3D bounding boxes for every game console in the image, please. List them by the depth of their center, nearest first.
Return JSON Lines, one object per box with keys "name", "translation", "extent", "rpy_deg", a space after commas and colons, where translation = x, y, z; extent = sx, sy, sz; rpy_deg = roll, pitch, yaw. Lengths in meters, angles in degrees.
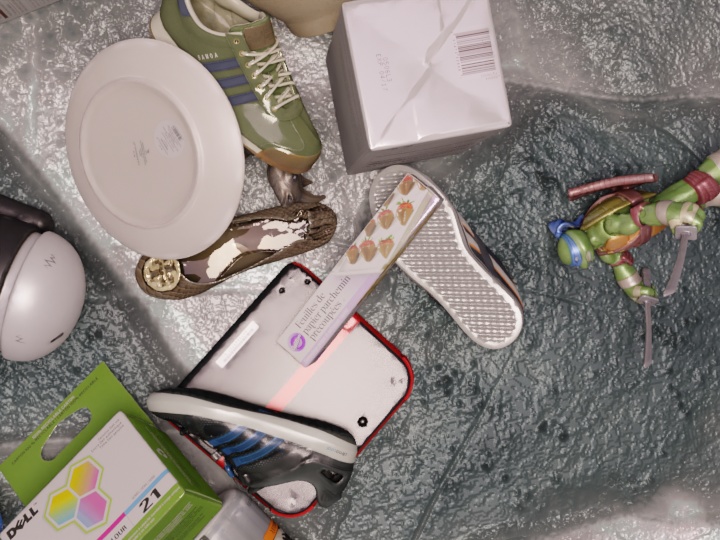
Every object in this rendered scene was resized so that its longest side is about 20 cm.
{"name": "game console", "translation": [-0.065, 0.119, 0.903], "extent": [0.177, 0.031, 0.200], "rpy_deg": [41, 85, 1]}

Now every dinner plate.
{"name": "dinner plate", "translation": [-0.192, -0.104, 0.831], "extent": [0.200, 0.024, 0.200], "rpy_deg": [8, 109, 23]}

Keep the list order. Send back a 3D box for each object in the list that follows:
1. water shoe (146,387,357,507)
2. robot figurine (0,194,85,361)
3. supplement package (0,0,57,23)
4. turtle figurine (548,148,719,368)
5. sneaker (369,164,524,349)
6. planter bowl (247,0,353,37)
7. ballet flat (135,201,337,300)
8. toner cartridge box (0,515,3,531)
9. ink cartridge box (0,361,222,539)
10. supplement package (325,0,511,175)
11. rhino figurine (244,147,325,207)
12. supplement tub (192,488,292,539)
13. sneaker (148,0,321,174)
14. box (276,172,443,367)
{"name": "water shoe", "translation": [-0.104, 0.163, 0.848], "extent": [0.200, 0.072, 0.079], "rpy_deg": [15, 88, -1]}
{"name": "robot figurine", "translation": [-0.346, 0.007, 0.822], "extent": [0.200, 0.125, 0.150], "rpy_deg": [18, 93, -6]}
{"name": "supplement package", "translation": [-0.367, -0.279, 0.820], "extent": [0.200, 0.117, 0.117], "rpy_deg": [-24, 94, -6]}
{"name": "turtle figurine", "translation": [0.302, -0.023, 0.886], "extent": [0.194, 0.200, 0.144], "rpy_deg": [-32, 128, -9]}
{"name": "sneaker", "translation": [0.082, -0.012, 0.892], "extent": [0.078, 0.079, 0.200], "rpy_deg": [-36, 86, 13]}
{"name": "planter bowl", "translation": [-0.038, -0.296, 0.834], "extent": [0.200, 0.200, 0.135], "rpy_deg": [-30, 120, -5]}
{"name": "ballet flat", "translation": [-0.117, -0.022, 0.884], "extent": [0.200, 0.046, 0.067], "rpy_deg": [-16, 91, -6]}
{"name": "toner cartridge box", "translation": [-0.413, 0.198, 0.777], "extent": [0.200, 0.095, 0.043], "rpy_deg": [8, 121, -42]}
{"name": "ink cartridge box", "translation": [-0.241, 0.183, 0.809], "extent": [0.148, 0.076, 0.200], "rpy_deg": [-46, 61, -4]}
{"name": "supplement package", "translation": [0.043, -0.162, 0.824], "extent": [0.120, 0.200, 0.121], "rpy_deg": [-11, 92, -6]}
{"name": "rhino figurine", "translation": [-0.112, -0.129, 0.875], "extent": [0.200, 0.060, 0.087], "rpy_deg": [37, 68, -5]}
{"name": "supplement tub", "translation": [-0.087, 0.309, 0.850], "extent": [0.123, 0.123, 0.200], "rpy_deg": [-44, 95, -4]}
{"name": "sneaker", "translation": [-0.099, -0.181, 0.813], "extent": [0.200, 0.090, 0.067], "rpy_deg": [47, 47, 2]}
{"name": "box", "translation": [0.000, 0.000, 0.853], "extent": [0.039, 0.041, 0.200], "rpy_deg": [40, 99, 8]}
